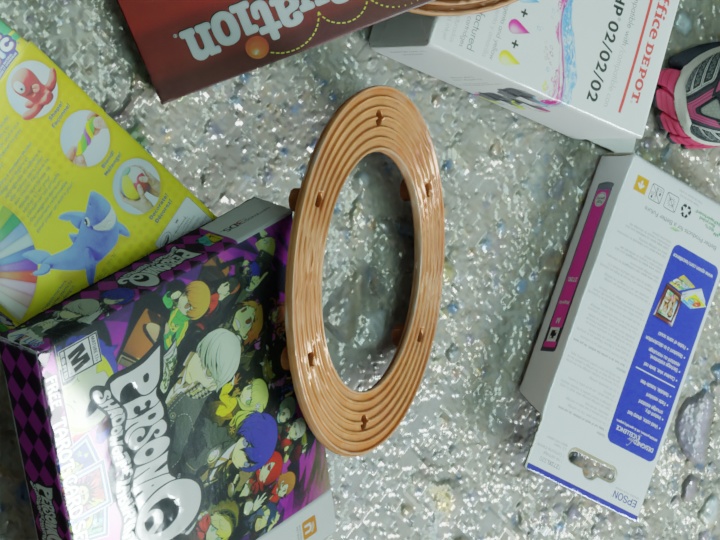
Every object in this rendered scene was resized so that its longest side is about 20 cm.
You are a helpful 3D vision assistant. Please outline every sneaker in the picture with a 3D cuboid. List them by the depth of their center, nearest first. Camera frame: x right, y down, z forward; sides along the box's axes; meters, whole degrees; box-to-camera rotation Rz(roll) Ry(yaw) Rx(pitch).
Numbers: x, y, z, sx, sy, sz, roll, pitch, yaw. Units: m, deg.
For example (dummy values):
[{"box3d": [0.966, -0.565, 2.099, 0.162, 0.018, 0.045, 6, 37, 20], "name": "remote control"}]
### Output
[{"box3d": [0.275, -0.117, 1.664, 0.200, 0.075, 0.081, -24, 104, -32], "name": "sneaker"}]

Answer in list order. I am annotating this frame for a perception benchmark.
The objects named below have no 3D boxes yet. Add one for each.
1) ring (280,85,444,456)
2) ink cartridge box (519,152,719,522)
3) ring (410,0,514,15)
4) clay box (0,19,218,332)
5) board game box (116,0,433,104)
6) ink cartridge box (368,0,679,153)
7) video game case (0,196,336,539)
[{"box3d": [0.000, 0.000, 1.471, 0.200, 0.019, 0.201, 4, 90, -66], "name": "ring"}, {"box3d": [0.155, 0.039, 1.615, 0.095, 0.037, 0.200, 27, 75, -32], "name": "ink cartridge box"}, {"box3d": [0.047, -0.237, 1.457, 0.200, 0.019, 0.201, -1, 93, -16], "name": "ring"}, {"box3d": [-0.162, -0.029, 1.397, 0.200, 0.048, 0.115, 44, 70, -27], "name": "clay box"}, {"box3d": [-0.031, -0.169, 1.424, 0.200, 0.019, 0.103, -21, 109, 7], "name": "board game box"}, {"box3d": [0.114, -0.147, 1.561, 0.200, 0.068, 0.115, 21, 82, -32], "name": "ink cartridge box"}, {"box3d": [-0.095, 0.088, 1.408, 0.181, 0.036, 0.200, -30, 124, -39], "name": "video game case"}]
